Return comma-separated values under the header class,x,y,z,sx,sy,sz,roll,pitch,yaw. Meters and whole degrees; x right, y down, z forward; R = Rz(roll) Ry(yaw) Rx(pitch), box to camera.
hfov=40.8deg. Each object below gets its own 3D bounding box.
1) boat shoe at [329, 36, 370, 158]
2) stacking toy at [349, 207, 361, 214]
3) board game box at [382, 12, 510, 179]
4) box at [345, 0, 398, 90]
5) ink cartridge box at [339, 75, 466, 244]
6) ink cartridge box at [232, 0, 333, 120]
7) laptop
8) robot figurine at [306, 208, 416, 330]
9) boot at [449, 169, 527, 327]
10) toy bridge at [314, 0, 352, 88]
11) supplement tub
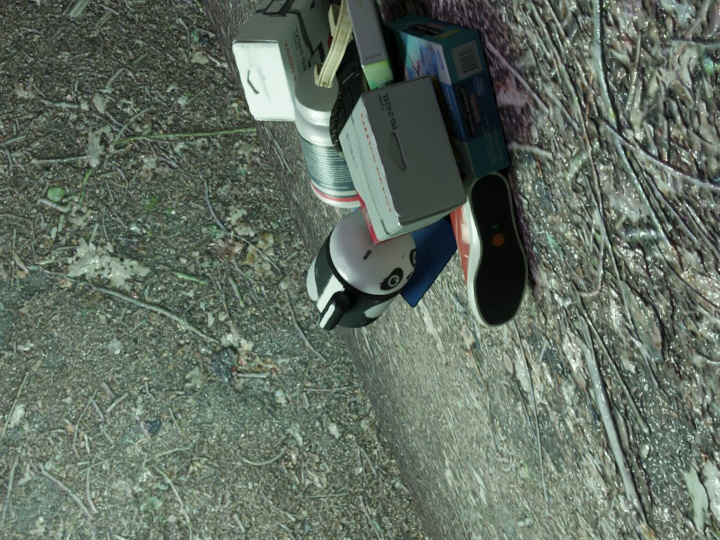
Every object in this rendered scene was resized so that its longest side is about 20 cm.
class,x,y,z,sx,sy,sz,roll,pitch,yaw
boat shoe,0.009,-0.235,1.330,0.075,0.073,0.202,-31,43,44
stacking toy,0.055,-0.068,1.538,0.109,0.117,0.200,33,160,-17
board game box,0.094,-0.204,1.106,0.200,0.046,0.153,-131,21,-65
box,0.019,-0.278,1.206,0.200,0.036,0.146,48,-152,-72
ink cartridge box,0.044,-0.120,1.109,0.200,0.082,0.147,153,100,-81
ink cartridge box,-0.113,-0.354,1.540,0.146,0.082,0.201,76,-151,-42
laptop,0.067,-0.089,1.327,0.187,0.115,0.202,-131,21,-63
robot figurine,0.001,0.002,1.299,0.200,0.123,0.152,125,142,-57
boot,0.138,-0.043,1.168,0.144,0.071,0.203,-130,28,-65
toy bridge,-0.026,-0.332,1.291,0.068,0.027,0.201,-97,21,-48
supplement tub,-0.026,-0.211,1.513,0.201,0.139,0.141,78,167,-48
